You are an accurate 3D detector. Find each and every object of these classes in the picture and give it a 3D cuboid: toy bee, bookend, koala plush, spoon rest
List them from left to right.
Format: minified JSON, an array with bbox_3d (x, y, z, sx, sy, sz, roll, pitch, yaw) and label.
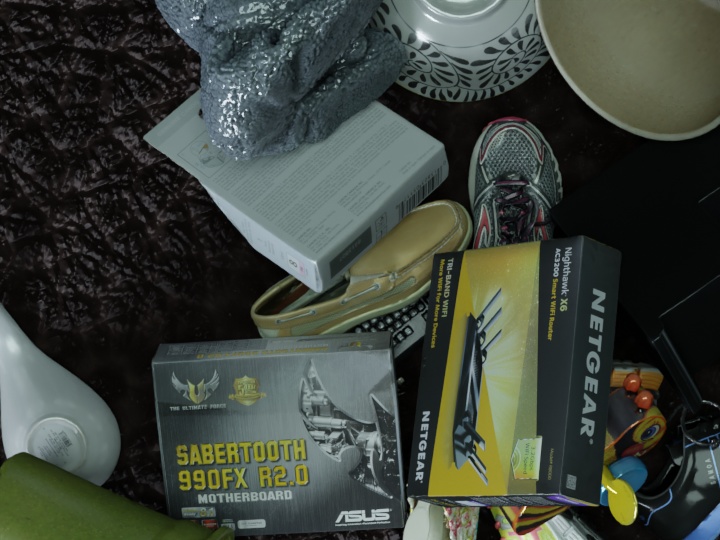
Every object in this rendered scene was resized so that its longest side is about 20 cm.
[{"bbox_3d":[-0.277,0.102,1.752,0.099,0.061,0.201,-28,101,3],"label":"spoon rest"},{"bbox_3d":[-0.096,-0.205,1.667,0.184,0.178,0.200,-41,65,-13],"label":"koala plush"},{"bbox_3d":[0.193,0.125,1.638,0.131,0.109,0.200,34,65,26],"label":"toy bee"},{"bbox_3d":[0.284,-0.025,1.649,0.199,0.199,0.092,-35,128,1],"label":"bookend"}]

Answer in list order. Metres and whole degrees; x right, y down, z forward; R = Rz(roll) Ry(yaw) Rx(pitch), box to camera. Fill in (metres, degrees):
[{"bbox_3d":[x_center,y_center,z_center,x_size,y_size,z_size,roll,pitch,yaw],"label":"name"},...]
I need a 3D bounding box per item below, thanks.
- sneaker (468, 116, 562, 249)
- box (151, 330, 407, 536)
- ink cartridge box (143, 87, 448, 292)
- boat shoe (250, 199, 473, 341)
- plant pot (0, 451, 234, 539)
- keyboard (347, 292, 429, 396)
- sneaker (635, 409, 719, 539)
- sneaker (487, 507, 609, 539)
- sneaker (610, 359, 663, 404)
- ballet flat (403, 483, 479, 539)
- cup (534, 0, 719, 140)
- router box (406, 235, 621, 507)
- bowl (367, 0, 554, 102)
[{"bbox_3d":[0.131,-0.027,1.721,0.080,0.075,0.202,-3,88,3],"label":"sneaker"},{"bbox_3d":[-0.065,0.136,1.713,0.198,0.048,0.160,-3,108,4],"label":"box"},{"bbox_3d":[-0.052,-0.092,1.711,0.199,0.057,0.162,33,61,28],"label":"ink cartridge box"},{"bbox_3d":[0.000,0.000,1.711,0.199,0.076,0.072,-35,54,4],"label":"boat shoe"},{"bbox_3d":[-0.229,0.245,1.657,0.183,0.200,0.201,31,90,8],"label":"plant pot"},{"bbox_3d":[-0.013,0.081,1.743,0.200,0.040,0.104,-38,87,2],"label":"keyboard"},{"bbox_3d":[0.306,0.141,1.713,0.078,0.070,0.200,41,92,-5],"label":"sneaker"},{"bbox_3d":[0.140,0.222,1.719,0.090,0.078,0.200,-43,81,15],"label":"sneaker"},{"bbox_3d":[0.151,0.115,1.719,0.198,0.078,0.078,0,96,2],"label":"sneaker"},{"bbox_3d":[0.057,0.250,1.708,0.075,0.064,0.202,10,104,42],"label":"ballet flat"},{"bbox_3d":[0.260,-0.227,1.673,0.201,0.200,0.143,49,53,2],"label":"cup"},{"bbox_3d":[0.119,0.082,1.612,0.156,0.052,0.202,-8,70,44],"label":"router box"},{"bbox_3d":[0.083,-0.245,1.718,0.199,0.094,0.203,0,88,2],"label":"bowl"}]
